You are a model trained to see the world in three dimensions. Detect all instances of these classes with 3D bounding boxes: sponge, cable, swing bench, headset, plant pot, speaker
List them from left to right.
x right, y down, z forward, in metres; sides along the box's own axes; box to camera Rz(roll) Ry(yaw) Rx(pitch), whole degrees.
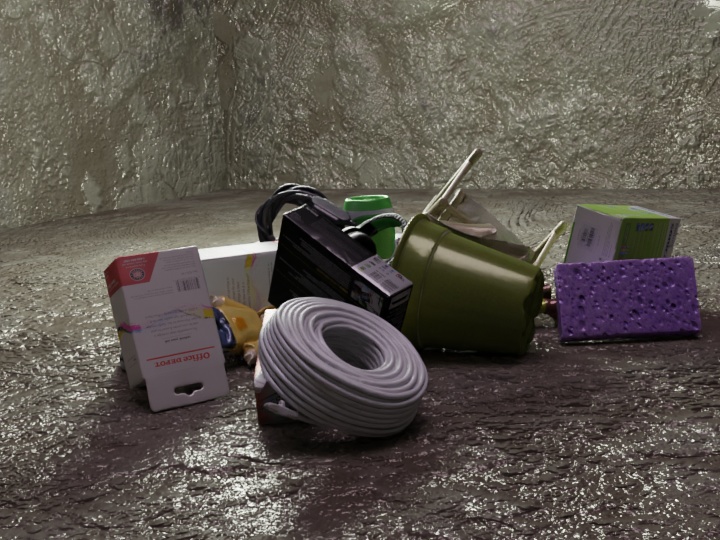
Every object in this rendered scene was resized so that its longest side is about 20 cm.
[{"bbox_3d":[-0.088,-0.046,1.736,0.199,0.165,0.051,29,27,23],"label":"cable"},{"bbox_3d":[-0.020,0.103,1.224,0.198,0.070,0.201,20,26,-15],"label":"cable"},{"bbox_3d":[0.000,0.000,1.602,0.199,0.094,0.124,-31,38,14],"label":"headset"},{"bbox_3d":[0.017,-0.017,1.750,0.087,0.202,0.088,-4,10,1],"label":"speaker"},{"bbox_3d":[0.152,0.038,1.519,0.188,0.202,0.200,13,15,18],"label":"plant pot"},{"bbox_3d":[0.201,-0.057,1.800,0.130,0.198,0.200,-53,1,-28],"label":"swing bench"},{"bbox_3d":[0.380,0.041,1.555,0.198,0.113,0.030,-3,-20,2],"label":"sponge"}]

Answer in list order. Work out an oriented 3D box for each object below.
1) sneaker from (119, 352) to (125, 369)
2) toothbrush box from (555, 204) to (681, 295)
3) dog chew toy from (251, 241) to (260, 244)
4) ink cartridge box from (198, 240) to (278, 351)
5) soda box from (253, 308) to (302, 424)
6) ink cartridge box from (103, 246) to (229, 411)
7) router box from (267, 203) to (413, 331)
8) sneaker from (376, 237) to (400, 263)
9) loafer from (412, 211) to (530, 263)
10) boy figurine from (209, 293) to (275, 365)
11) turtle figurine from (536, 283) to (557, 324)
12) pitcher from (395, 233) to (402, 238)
[{"bbox_3d":[-0.302,0.086,1.531,0.074,0.116,0.200,-7,10,-18],"label":"sneaker"},{"bbox_3d":[0.402,-0.022,1.686,0.086,0.147,0.199,22,17,39],"label":"toothbrush box"},{"bbox_3d":[-0.155,0.024,1.850,0.123,0.126,0.200,-5,18,-9],"label":"dog chew toy"},{"bbox_3d":[-0.176,0.037,1.661,0.198,0.149,0.086,-6,14,-19],"label":"ink cartridge box"},{"bbox_3d":[-0.090,0.113,1.342,0.068,0.064,0.200,-4,22,0],"label":"soda box"},{"bbox_3d":[-0.250,0.080,1.405,0.115,0.202,0.067,-9,-11,-30],"label":"ink cartridge box"},{"bbox_3d":[-0.032,0.029,1.426,0.200,0.150,0.051,38,42,28],"label":"router box"},{"bbox_3d":[0.005,0.030,1.674,0.199,0.081,0.076,-33,5,10],"label":"sneaker"},{"bbox_3d":[0.172,-0.044,1.655,0.199,0.069,0.076,27,-6,-5],"label":"loafer"},{"bbox_3d":[-0.172,0.085,1.557,0.199,0.065,0.125,8,41,-48],"label":"boy figurine"},{"bbox_3d":[0.219,0.051,1.683,0.159,0.065,0.200,-5,10,-7],"label":"turtle figurine"},{"bbox_3d":[0.023,0.008,1.893,0.198,0.123,0.172,-15,1,3],"label":"pitcher"}]
